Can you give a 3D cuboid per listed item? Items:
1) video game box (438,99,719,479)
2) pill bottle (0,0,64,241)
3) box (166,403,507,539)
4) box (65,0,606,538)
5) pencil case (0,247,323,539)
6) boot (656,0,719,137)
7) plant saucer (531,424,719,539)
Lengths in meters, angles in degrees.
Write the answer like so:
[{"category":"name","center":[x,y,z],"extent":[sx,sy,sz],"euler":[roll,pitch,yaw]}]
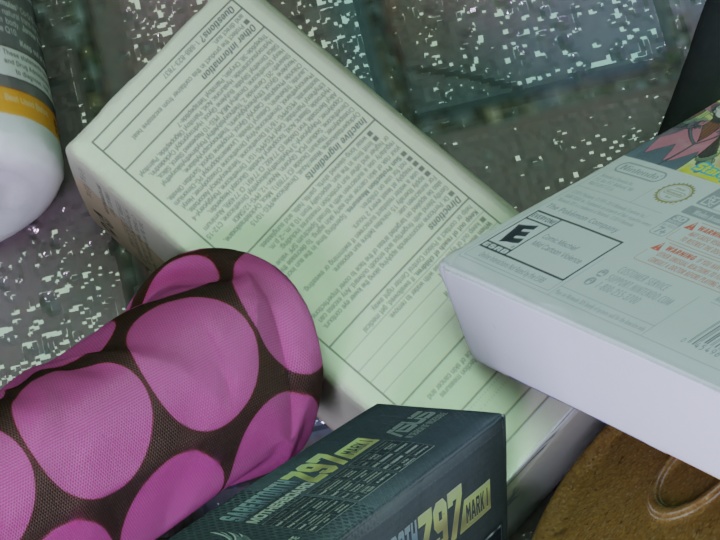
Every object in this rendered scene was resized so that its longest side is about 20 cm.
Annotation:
[{"category":"video game box","center":[0.150,-0.007,0.887],"extent":[0.182,0.200,0.047],"euler":[-32,116,-18]},{"category":"pill bottle","center":[-0.181,-0.110,1.039],"extent":[0.116,0.116,0.201],"euler":[-13,70,-1]},{"category":"box","center":[-0.008,0.140,0.864],"extent":[0.051,0.200,0.158],"euler":[4,104,21]},{"category":"box","center":[0.000,0.000,1.011],"extent":[0.200,0.078,0.095],"euler":[42,78,15]},{"category":"pencil case","center":[-0.104,0.062,0.909],"extent":[0.094,0.091,0.200],"euler":[17,29,36]},{"category":"boot","center":[0.135,-0.107,1.045],"extent":[0.164,0.066,0.201],"euler":[17,76,2]},{"category":"plant saucer","center":[0.118,0.073,0.902],"extent":[0.200,0.200,0.035],"euler":[-47,110,-12]}]
